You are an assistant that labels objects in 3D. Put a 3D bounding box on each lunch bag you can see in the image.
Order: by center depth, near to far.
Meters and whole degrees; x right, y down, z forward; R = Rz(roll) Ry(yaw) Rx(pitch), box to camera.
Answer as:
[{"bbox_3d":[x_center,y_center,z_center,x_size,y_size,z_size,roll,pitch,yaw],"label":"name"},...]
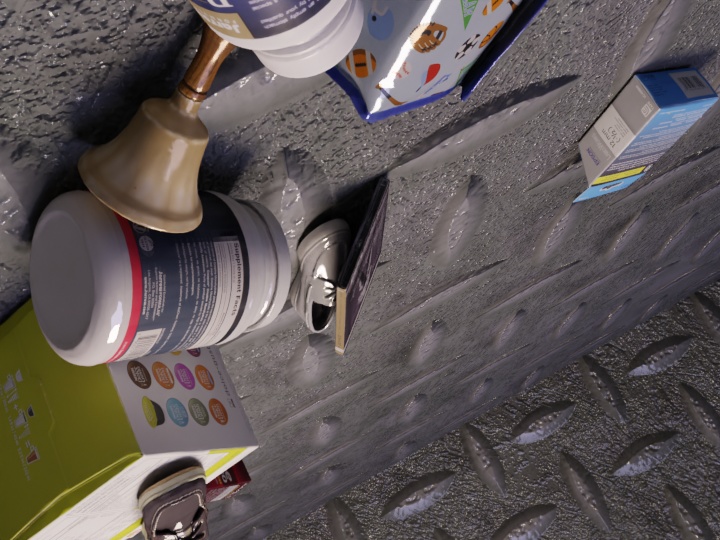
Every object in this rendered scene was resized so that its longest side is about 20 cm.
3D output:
[{"bbox_3d":[0.072,-0.217,0.611,0.199,0.124,0.170,-28,164,-47],"label":"lunch bag"}]

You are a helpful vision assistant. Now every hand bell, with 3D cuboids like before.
[{"bbox_3d":[-0.121,-0.140,0.597,0.103,0.104,0.202,-1,130,-52],"label":"hand bell"}]

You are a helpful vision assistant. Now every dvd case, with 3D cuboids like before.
[{"bbox_3d":[0.000,0.000,0.995,0.201,0.016,0.151,93,16,-64],"label":"dvd case"}]

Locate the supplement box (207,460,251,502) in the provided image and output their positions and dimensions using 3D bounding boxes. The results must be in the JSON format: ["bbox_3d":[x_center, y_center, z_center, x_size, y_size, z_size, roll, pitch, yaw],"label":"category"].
[{"bbox_3d":[-0.273,0.319,1.320,0.061,0.110,0.199,-37,159,18],"label":"supplement box"}]

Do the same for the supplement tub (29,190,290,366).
[{"bbox_3d":[-0.173,0.001,0.720,0.198,0.142,0.140,-6,148,-48],"label":"supplement tub"}]

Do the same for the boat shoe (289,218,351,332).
[{"bbox_3d":[-0.046,0.013,1.015,0.071,0.069,0.201,-18,155,-30],"label":"boat shoe"}]

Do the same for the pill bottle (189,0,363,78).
[{"bbox_3d":[-0.063,-0.198,0.461,0.110,0.112,0.200,-32,155,4],"label":"pill bottle"}]

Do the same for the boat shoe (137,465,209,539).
[{"bbox_3d":[-0.180,0.253,0.808,0.071,0.066,0.201,-17,155,-28],"label":"boat shoe"}]

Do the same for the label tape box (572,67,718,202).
[{"bbox_3d":[0.389,-0.192,1.162,0.141,0.067,0.201,-16,156,-34],"label":"label tape box"}]

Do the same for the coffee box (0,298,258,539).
[{"bbox_3d":[-0.262,0.145,0.831,0.199,0.202,0.197,-35,159,16],"label":"coffee box"}]
